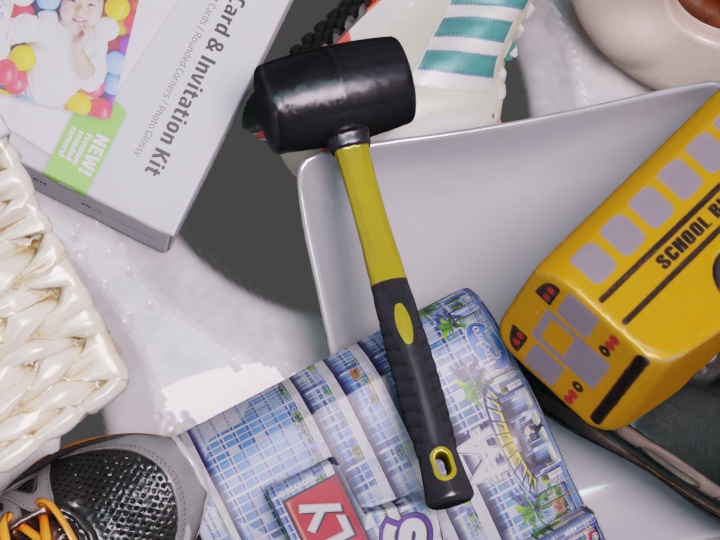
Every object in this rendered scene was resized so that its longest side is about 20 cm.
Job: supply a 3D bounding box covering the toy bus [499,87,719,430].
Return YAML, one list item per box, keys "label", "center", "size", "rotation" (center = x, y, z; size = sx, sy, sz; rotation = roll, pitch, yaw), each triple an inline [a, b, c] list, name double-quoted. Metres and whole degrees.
- label: "toy bus"
  center: [0.149, -0.019, 0.915]
  size: [0.078, 0.065, 0.200]
  rotation: [41, 57, 10]

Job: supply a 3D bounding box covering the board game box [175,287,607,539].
- label: "board game box"
  center: [0.005, 0.143, 0.930]
  size: [0.199, 0.062, 0.201]
  rotation: [-28, 103, -7]

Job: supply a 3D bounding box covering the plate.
- label: "plate"
  center: [0.081, 0.031, 0.982]
  size: [0.198, 0.032, 0.202]
  rotation: [-11, 96, -11]

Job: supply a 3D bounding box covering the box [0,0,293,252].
- label: "box"
  center: [-0.139, -0.122, 0.992]
  size: [0.199, 0.041, 0.157]
  rotation: [27, 77, -4]

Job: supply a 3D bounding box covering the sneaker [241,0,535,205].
- label: "sneaker"
  center: [0.043, -0.101, 1.010]
  size: [0.200, 0.070, 0.094]
  rotation: [-44, 105, -14]

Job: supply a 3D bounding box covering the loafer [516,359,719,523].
- label: "loafer"
  center: [0.156, 0.072, 0.938]
  size: [0.199, 0.063, 0.072]
  rotation: [22, 90, -2]

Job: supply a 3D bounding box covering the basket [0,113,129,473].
- label: "basket"
  center: [-0.171, 0.027, 0.845]
  size: [0.135, 0.200, 0.124]
  rotation: [-33, 92, -13]

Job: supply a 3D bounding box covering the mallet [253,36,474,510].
- label: "mallet"
  center: [0.000, 0.000, 0.905]
  size: [0.065, 0.041, 0.202]
  rotation: [-6, 71, -8]

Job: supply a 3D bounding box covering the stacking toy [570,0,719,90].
- label: "stacking toy"
  center: [0.186, -0.186, 1.023]
  size: [0.145, 0.146, 0.201]
  rotation: [24, 62, -4]

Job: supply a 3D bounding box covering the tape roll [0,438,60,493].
- label: "tape roll"
  center: [-0.226, 0.070, 0.944]
  size: [0.201, 0.037, 0.205]
  rotation: [2, 79, -8]

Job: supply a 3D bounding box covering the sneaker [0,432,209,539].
- label: "sneaker"
  center: [-0.148, 0.128, 0.872]
  size: [0.199, 0.077, 0.079]
  rotation: [-32, 81, -2]
